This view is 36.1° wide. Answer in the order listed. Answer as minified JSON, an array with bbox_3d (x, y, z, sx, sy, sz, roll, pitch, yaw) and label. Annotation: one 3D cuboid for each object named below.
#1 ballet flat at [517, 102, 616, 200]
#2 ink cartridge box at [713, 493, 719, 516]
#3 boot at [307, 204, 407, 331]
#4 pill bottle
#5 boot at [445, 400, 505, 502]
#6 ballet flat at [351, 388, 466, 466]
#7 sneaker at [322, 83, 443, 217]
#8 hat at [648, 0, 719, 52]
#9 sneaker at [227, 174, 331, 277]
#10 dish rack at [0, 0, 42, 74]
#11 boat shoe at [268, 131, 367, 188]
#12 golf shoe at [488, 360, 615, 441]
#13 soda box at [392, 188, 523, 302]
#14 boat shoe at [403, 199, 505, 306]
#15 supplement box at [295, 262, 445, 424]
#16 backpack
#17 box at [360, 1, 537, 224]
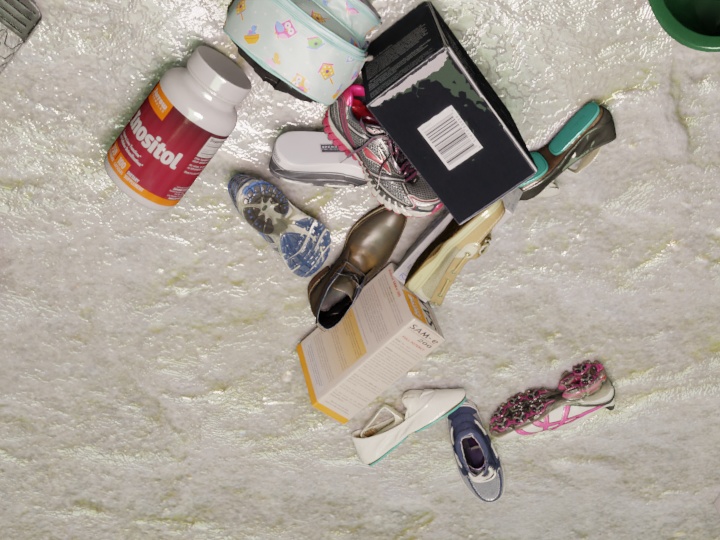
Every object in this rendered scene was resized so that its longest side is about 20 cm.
[{"bbox_3d":[0.262,-0.141,1.488,0.200,0.068,0.068,-36,123,16],"label":"ballet flat"},{"bbox_3d":[0.676,0.394,1.718,0.146,0.200,0.145,16,117,-12],"label":"ink cartridge box"},{"bbox_3d":[0.000,0.000,1.530,0.074,0.097,0.200,32,112,-19],"label":"boot"},{"bbox_3d":[-0.231,-0.183,1.411,0.113,0.113,0.200,34,111,-19],"label":"pill bottle"},{"bbox_3d":[0.180,0.303,1.706,0.072,0.091,0.201,-21,117,8],"label":"boot"},{"bbox_3d":[0.067,0.223,1.679,0.200,0.070,0.069,-36,114,16],"label":"ballet flat"},{"bbox_3d":[0.032,-0.150,1.414,0.200,0.081,0.075,45,146,5],"label":"sneaker"},{"bbox_3d":[0.470,-0.340,1.417,0.165,0.176,0.201,-34,77,17],"label":"hat"},{"bbox_3d":[-0.111,-0.069,1.508,0.077,0.085,0.200,-45,135,-6],"label":"sneaker"},{"bbox_3d":[-0.501,-0.291,1.373,0.153,0.055,0.200,37,110,-21],"label":"dish rack"},{"bbox_3d":[-0.024,-0.140,1.475,0.198,0.072,0.068,-1,153,-18],"label":"boat shoe"},{"bbox_3d":[0.294,0.219,1.678,0.199,0.073,0.092,-26,118,10],"label":"golf shoe"},{"bbox_3d":[0.130,-0.049,1.492,0.063,0.068,0.200,39,126,-4],"label":"soda box"},{"bbox_3d":[0.131,-0.026,1.420,0.063,0.073,0.201,35,130,-7],"label":"boat shoe"},{"bbox_3d":[0.011,0.104,1.565,0.200,0.126,0.073,-41,129,18],"label":"supplement box"},{"bbox_3d":[-0.068,-0.285,1.303,0.175,0.200,0.154,37,111,-8],"label":"backpack"},{"bbox_3d":[0.104,-0.199,1.371,0.124,0.197,0.200,-33,115,16],"label":"box"}]
